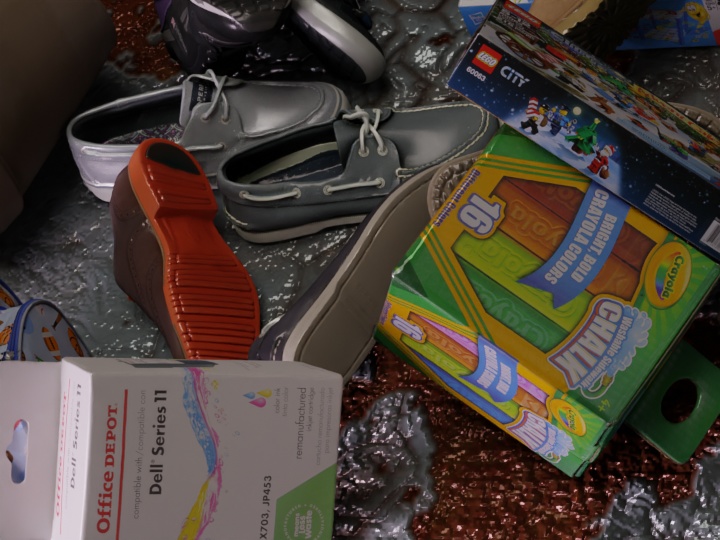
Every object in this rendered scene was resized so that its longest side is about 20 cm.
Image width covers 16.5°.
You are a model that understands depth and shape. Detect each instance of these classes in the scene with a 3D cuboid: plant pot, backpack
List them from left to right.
[{"bbox_3d":[-0.272,-0.146,1.741,0.174,0.200,0.200,-46,51,-14],"label":"plant pot"},{"bbox_3d":[-0.243,0.093,1.568,0.154,0.200,0.191,-18,44,4],"label":"backpack"}]

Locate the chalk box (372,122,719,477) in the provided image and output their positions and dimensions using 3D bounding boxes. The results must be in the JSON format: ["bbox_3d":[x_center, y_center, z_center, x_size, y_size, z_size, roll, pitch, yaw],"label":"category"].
[{"bbox_3d":[0.126,0.032,1.463,0.200,0.124,0.125,34,71,7],"label":"chalk box"}]

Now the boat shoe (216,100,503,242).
[{"bbox_3d":[-0.001,-0.075,1.661,0.200,0.062,0.073,-17,50,11],"label":"boat shoe"}]

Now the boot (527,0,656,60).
[{"bbox_3d":[0.120,-0.237,1.631,0.175,0.066,0.200,-43,60,25],"label":"boot"}]

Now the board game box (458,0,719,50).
[{"bbox_3d":[0.184,-0.244,1.711,0.196,0.056,0.200,-1,55,23],"label":"board game box"}]

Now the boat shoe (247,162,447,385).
[{"bbox_3d":[0.000,0.000,1.599,0.063,0.073,0.200,7,48,48],"label":"boat shoe"}]

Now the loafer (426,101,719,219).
[{"bbox_3d":[0.140,-0.060,1.584,0.200,0.068,0.076,-9,86,-1],"label":"loafer"}]

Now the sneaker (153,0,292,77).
[{"bbox_3d":[-0.092,-0.169,1.729,0.076,0.088,0.200,-11,19,-17],"label":"sneaker"}]

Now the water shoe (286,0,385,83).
[{"bbox_3d":[-0.029,-0.210,1.766,0.079,0.072,0.200,-40,50,-5],"label":"water shoe"}]

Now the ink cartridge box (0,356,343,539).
[{"bbox_3d":[-0.117,0.112,1.469,0.067,0.200,0.117,-165,77,-67],"label":"ink cartridge box"}]

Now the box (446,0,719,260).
[{"bbox_3d":[0.151,-0.085,1.479,0.200,0.137,0.038,33,108,-2],"label":"box"}]

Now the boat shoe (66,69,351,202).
[{"bbox_3d":[-0.109,-0.100,1.720,0.201,0.072,0.070,-12,51,14],"label":"boat shoe"}]

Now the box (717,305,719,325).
[{"bbox_3d":[0.329,-0.026,1.508,0.200,0.021,0.164,3,57,25],"label":"box"}]

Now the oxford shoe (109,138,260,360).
[{"bbox_3d":[-0.121,0.011,1.662,0.073,0.071,0.200,-45,49,37],"label":"oxford shoe"}]
